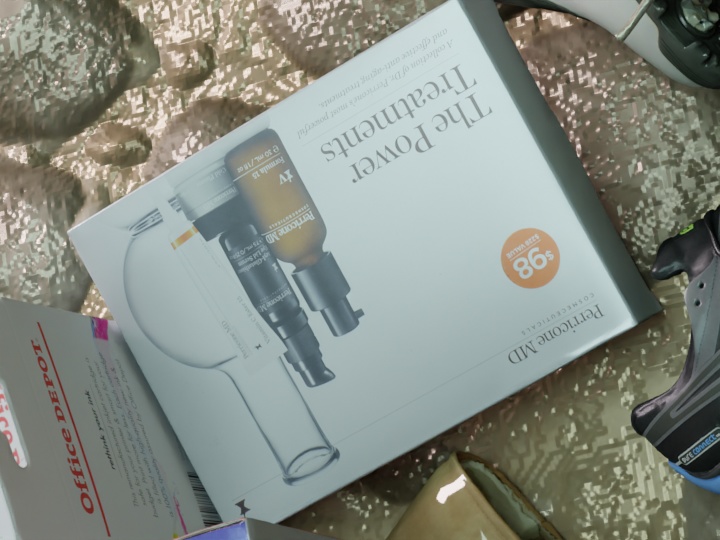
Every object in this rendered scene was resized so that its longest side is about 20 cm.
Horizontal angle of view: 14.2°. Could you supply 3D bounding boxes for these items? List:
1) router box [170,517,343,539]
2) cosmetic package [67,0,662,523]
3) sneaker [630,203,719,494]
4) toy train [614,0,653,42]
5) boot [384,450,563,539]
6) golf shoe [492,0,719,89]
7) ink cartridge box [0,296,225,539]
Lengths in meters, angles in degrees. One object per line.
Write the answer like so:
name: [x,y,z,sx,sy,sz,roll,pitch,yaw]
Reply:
router box: [-0.006,0.200,1.049,0.049,0.179,0.201,-18,74,19]
cosmetic package: [0.000,0.000,1.189,0.200,0.052,0.151,-30,88,20]
sneaker: [0.158,-0.013,1.121,0.083,0.071,0.200,23,96,22]
toy train: [0.200,-0.140,1.102,0.116,0.085,0.200,32,85,14]
boot: [0.027,0.201,1.163,0.200,0.066,0.175,-48,65,12]
golf shoe: [0.085,-0.134,1.188,0.200,0.077,0.088,50,128,24]
ink cartridge box: [-0.123,0.081,1.181,0.068,0.200,0.115,-28,70,21]
